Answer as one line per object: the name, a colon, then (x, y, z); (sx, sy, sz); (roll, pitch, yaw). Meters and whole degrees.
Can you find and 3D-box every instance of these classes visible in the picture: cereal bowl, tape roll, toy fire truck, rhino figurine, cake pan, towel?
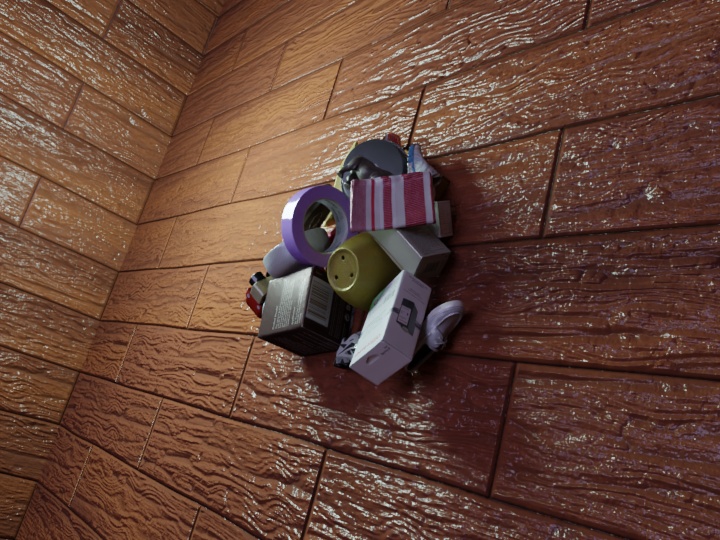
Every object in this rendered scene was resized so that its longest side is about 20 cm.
cereal bowl: (-0.162, -0.030, 1.741); (0.198, 0.198, 0.085); (-35, 79, 32)
tape roll: (-0.103, -0.111, 1.635); (0.065, 0.197, 0.206); (-2, 66, 56)
toy fire truck: (-0.268, 0.080, 1.864); (0.129, 0.174, 0.203); (44, 130, 20)
rhino figurine: (0.040, -0.219, 1.595); (0.197, 0.060, 0.088); (33, 68, 22)
cake pan: (0.035, -0.253, 1.663); (0.194, 0.037, 0.207); (-5, 73, 17)
towel: (0.072, -0.158, 1.465); (0.193, 0.023, 0.148); (-6, 58, 8)

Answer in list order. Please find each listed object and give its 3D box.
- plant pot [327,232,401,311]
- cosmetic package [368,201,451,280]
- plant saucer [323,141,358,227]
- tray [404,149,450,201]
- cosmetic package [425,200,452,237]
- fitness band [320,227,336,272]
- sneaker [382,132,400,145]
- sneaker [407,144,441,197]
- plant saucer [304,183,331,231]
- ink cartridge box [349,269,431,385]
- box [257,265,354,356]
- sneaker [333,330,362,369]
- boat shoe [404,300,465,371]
plant pot: (0.000, 0.000, 1.537); (0.196, 0.140, 0.207); (-2, 87, 39)
cosmetic package: (0.106, -0.073, 1.484); (0.201, 0.101, 0.074); (50, 132, 33)
plant saucer: (-0.042, -0.235, 1.828); (0.200, 0.047, 0.206); (141, 146, -69)
tray: (0.143, -0.232, 1.655); (0.100, 0.037, 0.200); (-55, 37, 10)
cosmetic package: (0.135, -0.119, 1.558); (0.197, 0.050, 0.086); (0, 96, 51)
fitness band: (-0.063, -0.054, 1.773); (0.198, 0.037, 0.148); (-28, 50, 53)
sneaker: (0.041, -0.288, 1.746); (0.199, 0.078, 0.073); (-39, 69, -18)
sneaker: (0.155, -0.235, 1.571); (0.084, 0.076, 0.204); (-3, 47, 8)
plant saucer: (-0.131, -0.145, 1.747); (0.032, 0.200, 0.202); (38, 102, 9)
ink cartridge box: (0.066, 0.125, 1.391); (0.146, 0.083, 0.203); (-45, 17, 47)
box: (-0.138, 0.112, 1.675); (0.197, 0.162, 0.171); (-16, 56, 45)
sneaker: (0.009, 0.185, 1.524); (0.197, 0.073, 0.091); (-9, 63, 48)
boat shoe: (0.155, 0.144, 1.374); (0.199, 0.071, 0.070); (-41, 44, 26)
